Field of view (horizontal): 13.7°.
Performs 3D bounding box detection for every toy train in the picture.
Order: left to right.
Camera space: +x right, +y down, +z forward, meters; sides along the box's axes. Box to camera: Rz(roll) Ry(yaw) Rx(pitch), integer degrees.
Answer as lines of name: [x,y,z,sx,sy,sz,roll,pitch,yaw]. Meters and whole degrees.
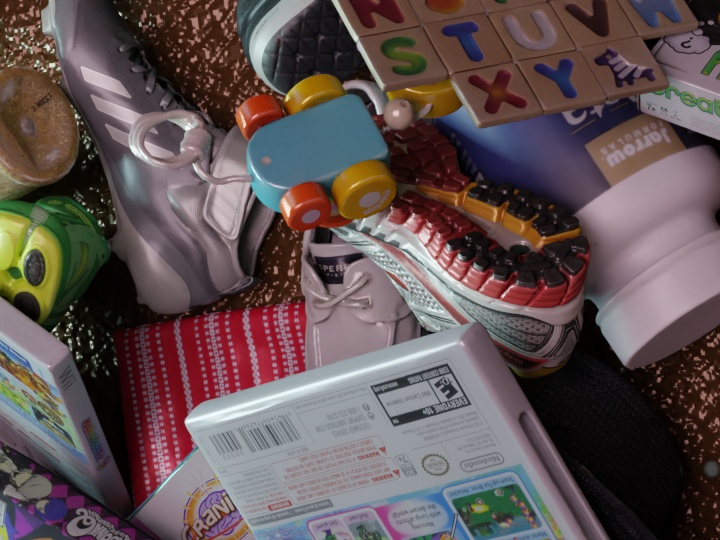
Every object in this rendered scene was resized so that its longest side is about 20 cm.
toy train: [-0.019,-0.097,1.435,0.150,0.056,0.200,22,60,17]

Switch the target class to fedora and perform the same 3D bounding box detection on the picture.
fedora: [0.089,0.095,1.487,0.200,0.201,0.092,23,58,24]

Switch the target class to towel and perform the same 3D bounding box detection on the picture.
towel: [-0.040,0.089,1.606,0.200,0.022,0.145,-8,86,26]

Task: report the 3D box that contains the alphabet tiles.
alphabet tiles: [0.061,-0.148,1.433,0.006,0.166,0.200,101,150,-48]

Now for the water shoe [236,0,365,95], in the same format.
water shoe: [0.016,-0.175,1.549,0.200,0.072,0.079,-37,37,2]

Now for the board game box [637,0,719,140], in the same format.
board game box: [0.248,-0.093,1.419,0.200,0.126,0.035,22,143,24]

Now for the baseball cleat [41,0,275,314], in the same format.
baseball cleat: [-0.102,-0.080,1.619,0.106,0.070,0.200,-17,93,19]

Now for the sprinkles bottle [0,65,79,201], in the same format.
sprinkles bottle: [-0.237,-0.048,1.642,0.200,0.068,0.068,-24,79,43]

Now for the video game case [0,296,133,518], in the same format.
video game case: [-0.193,0.054,1.594,0.143,0.200,0.018,35,71,21]

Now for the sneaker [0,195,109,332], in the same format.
sneaker: [-0.178,-0.011,1.586,0.074,0.200,0.084,37,76,-1]

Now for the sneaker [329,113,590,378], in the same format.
sneaker: [0.030,-0.010,1.458,0.200,0.078,0.082,36,144,41]

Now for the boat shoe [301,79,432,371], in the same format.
boat shoe: [0.000,0.000,1.544,0.072,0.066,0.200,5,81,29]

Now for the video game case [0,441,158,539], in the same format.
video game case: [-0.147,0.212,1.599,0.181,0.036,0.200,30,130,25]

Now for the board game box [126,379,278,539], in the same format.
board game box: [-0.034,0.182,1.573,0.200,0.040,0.153,49,114,10]

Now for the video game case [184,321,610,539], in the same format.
video game case: [0.028,0.123,1.440,0.200,0.024,0.182,-18,109,44]

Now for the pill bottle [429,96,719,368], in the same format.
pill bottle: [0.112,-0.056,1.484,0.111,0.111,0.200,-38,75,21]
